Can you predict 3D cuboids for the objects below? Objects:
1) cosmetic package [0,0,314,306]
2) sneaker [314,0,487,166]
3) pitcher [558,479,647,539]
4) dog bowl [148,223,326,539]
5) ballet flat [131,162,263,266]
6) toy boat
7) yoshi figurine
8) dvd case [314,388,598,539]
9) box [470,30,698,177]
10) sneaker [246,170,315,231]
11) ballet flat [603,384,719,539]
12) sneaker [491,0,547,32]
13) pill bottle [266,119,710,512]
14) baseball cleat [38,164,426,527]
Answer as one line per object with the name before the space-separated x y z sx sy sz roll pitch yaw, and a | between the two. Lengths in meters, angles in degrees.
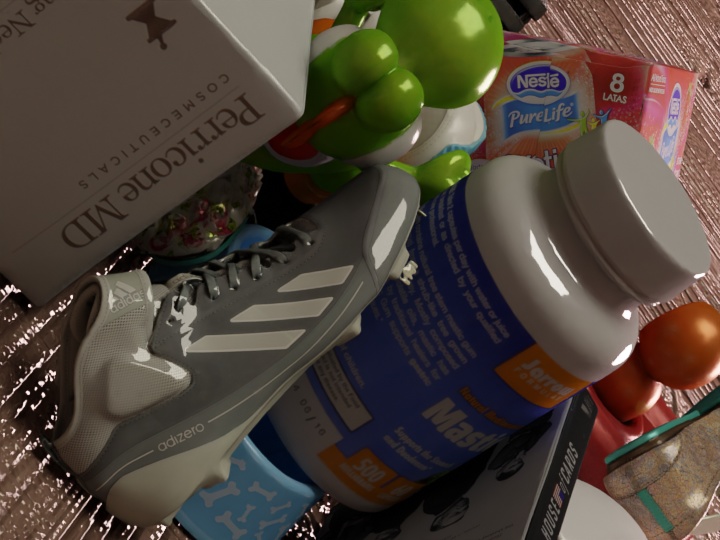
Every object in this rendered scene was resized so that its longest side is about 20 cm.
cosmetic package | -0.143 -0.134 1.255 0.200 0.167 0.167 45 24 -24
sneaker | -0.003 -0.110 1.464 0.081 0.076 0.200 51 2 -42
pitcher | 0.090 0.147 1.433 0.172 0.121 0.200 63 14 21
dog bowl | -0.054 0.051 1.347 0.112 0.049 0.200 48 24 -21
ballet flat | -0.078 -0.070 1.409 0.200 0.075 0.064 -71 156 -63
toy boat | 0.154 0.060 1.630 0.200 0.130 0.131 53 23 -10
yoshi figurine | 0.014 -0.088 1.310 0.112 0.113 0.200 21 -7 -10
dvd case | 0.029 0.129 1.281 0.025 0.150 0.200 56 23 -12
box | 0.121 -0.072 1.540 0.200 0.095 0.100 -8 109 -76
sneaker | 0.000 0.000 1.517 0.201 0.076 0.115 48 33 -5
ballet flat | 0.190 0.102 1.512 0.067 0.068 0.200 58 35 5
sneaker | 0.051 -0.132 1.568 0.071 0.099 0.200 49 25 -18
pill bottle | 0.057 0.018 1.290 0.112 0.199 0.112 44 27 -29
baseball cleat | -0.059 0.015 1.222 0.106 0.200 0.070 43 -14 -22
